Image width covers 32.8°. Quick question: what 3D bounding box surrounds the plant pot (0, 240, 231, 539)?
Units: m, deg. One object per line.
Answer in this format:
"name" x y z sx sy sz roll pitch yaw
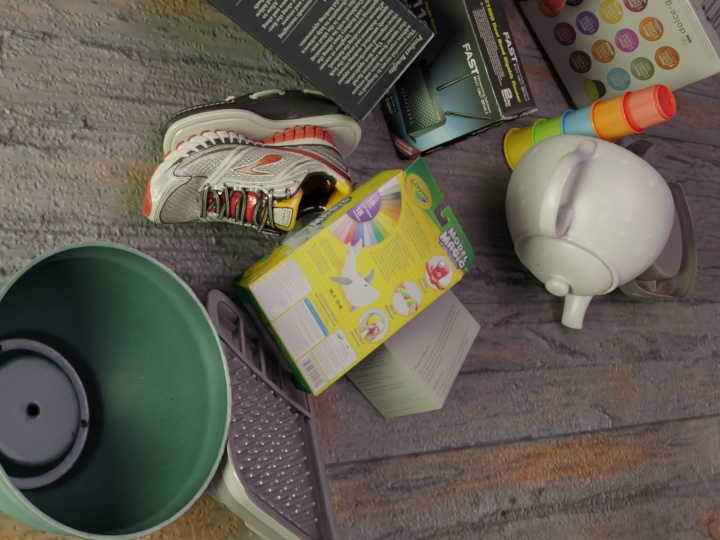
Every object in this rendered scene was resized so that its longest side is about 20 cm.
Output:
"plant pot" -0.210 0.093 0.867 0.199 0.134 0.202 16 67 -40

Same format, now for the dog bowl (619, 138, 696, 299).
"dog bowl" 0.344 -0.057 1.496 0.200 0.058 0.202 27 55 -48

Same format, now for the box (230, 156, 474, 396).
"box" 0.000 0.000 1.049 0.200 0.048 0.118 -36 109 -19

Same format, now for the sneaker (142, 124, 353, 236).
"sneaker" -0.091 -0.072 1.042 0.199 0.078 0.082 -14 52 -30

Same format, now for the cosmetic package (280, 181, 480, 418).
"cosmetic package" 0.012 0.030 1.146 0.200 0.081 0.113 50 49 -20

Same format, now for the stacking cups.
"stacking cups" 0.250 -0.155 1.352 0.060 0.199 0.061 13 71 -40

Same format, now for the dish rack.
"dish rack" -0.084 0.131 0.982 0.172 0.043 0.201 50 18 -47

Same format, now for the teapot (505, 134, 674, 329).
"teapot" 0.234 -0.042 1.319 0.199 0.197 0.147 35 66 -18

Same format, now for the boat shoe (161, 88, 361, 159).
"boat shoe" -0.093 -0.130 1.102 0.199 0.074 0.060 -10 48 -33

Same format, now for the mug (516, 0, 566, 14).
"mug" 0.149 -0.372 1.352 0.199 0.178 0.134 26 43 -2

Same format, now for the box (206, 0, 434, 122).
"box" -0.055 -0.253 1.100 0.200 0.107 0.149 35 13 -33

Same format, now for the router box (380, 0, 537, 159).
"router box" 0.077 -0.227 1.239 0.062 0.149 0.201 -21 92 -44

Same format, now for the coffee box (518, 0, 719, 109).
"coffee box" 0.345 -0.331 1.502 0.200 0.197 0.200 58 44 -13
